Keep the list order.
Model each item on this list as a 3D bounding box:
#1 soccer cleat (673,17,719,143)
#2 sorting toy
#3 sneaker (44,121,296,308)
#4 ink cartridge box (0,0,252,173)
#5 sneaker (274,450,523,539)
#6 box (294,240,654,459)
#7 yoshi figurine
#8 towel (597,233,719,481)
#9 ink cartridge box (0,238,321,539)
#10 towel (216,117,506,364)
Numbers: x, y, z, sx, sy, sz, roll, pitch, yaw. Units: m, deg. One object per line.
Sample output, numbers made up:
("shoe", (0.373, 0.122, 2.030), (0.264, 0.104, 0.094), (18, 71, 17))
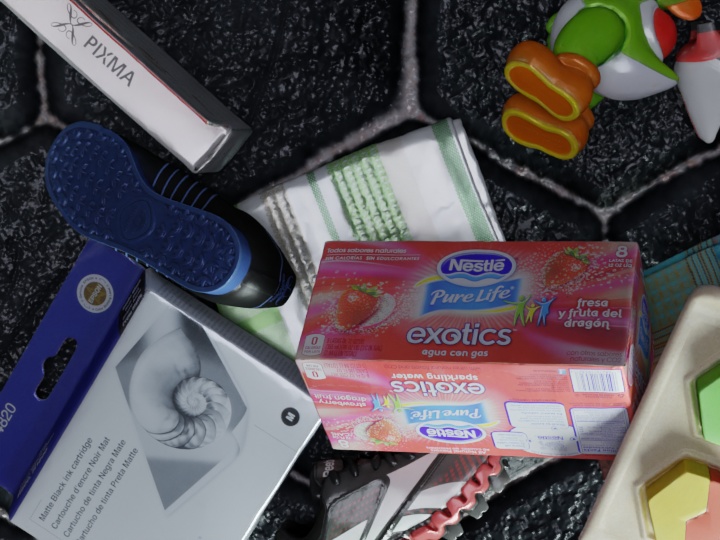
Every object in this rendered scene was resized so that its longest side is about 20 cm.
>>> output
("soccer cleat", (0.301, -0.131, 1.128), (0.199, 0.069, 0.085), (-9, 102, 9))
("sorting toy", (0.243, 0.119, 1.019), (0.185, 0.037, 0.200), (19, 118, -3))
("sneaker", (-0.126, -0.031, 1.158), (0.200, 0.078, 0.070), (36, 95, 35))
("ink cartridge box", (-0.164, -0.140, 1.113), (0.200, 0.174, 0.044), (42, 97, 1))
("sneaker", (0.022, 0.144, 1.167), (0.200, 0.071, 0.098), (-44, 92, 8))
("box", (0.073, 0.048, 1.083), (0.199, 0.103, 0.095), (0, 51, 17))
("yoshi figurine", (0.146, -0.177, 1.111), (0.112, 0.112, 0.200), (49, 65, -30))
("towel", (0.216, 0.058, 1.099), (0.200, 0.022, 0.147), (-28, 70, 39))
("ink cartridge box", (-0.148, 0.110, 1.183), (0.200, 0.041, 0.200), (32, 105, 3))
("towel", (0.000, 0.000, 1.185), (0.199, 0.031, 0.150), (-21, 90, 9))
